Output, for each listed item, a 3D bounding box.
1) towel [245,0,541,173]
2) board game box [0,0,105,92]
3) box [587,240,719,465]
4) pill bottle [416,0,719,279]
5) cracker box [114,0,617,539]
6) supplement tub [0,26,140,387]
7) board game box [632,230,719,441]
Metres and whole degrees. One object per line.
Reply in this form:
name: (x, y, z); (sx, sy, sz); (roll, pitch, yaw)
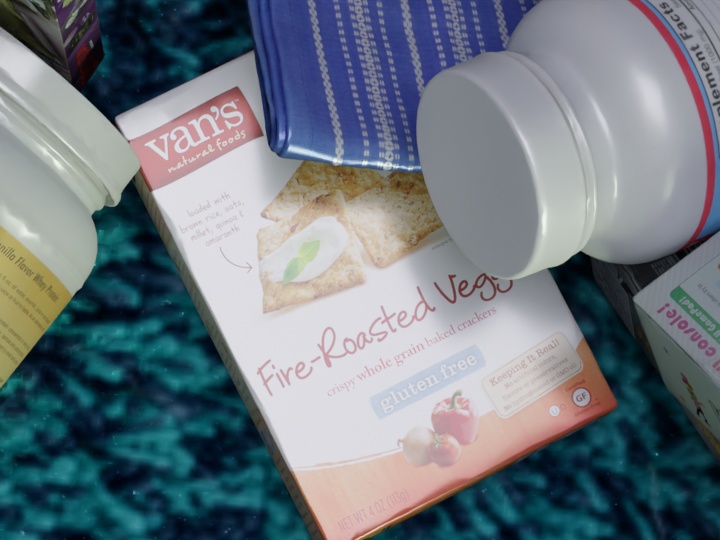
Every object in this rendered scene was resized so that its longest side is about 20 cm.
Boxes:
towel: (0.045, -0.102, 1.060); (0.199, 0.024, 0.145); (3, 60, -24)
board game box: (-0.160, -0.124, 1.013); (0.120, 0.200, 0.032); (34, 82, 2)
box: (0.200, 0.018, 1.042); (0.158, 0.048, 0.200); (-24, 48, -8)
pill bottle: (0.126, -0.067, 1.002); (0.200, 0.109, 0.109); (-22, 83, -25)
cracker box: (0.000, 0.000, 1.078); (0.134, 0.058, 0.200); (-27, 84, -8)
supplement tub: (-0.194, -0.002, 1.020); (0.144, 0.144, 0.200); (38, 81, 2)
board game box: (0.224, 0.010, 0.949); (0.200, 0.064, 0.148); (-35, 48, -7)
